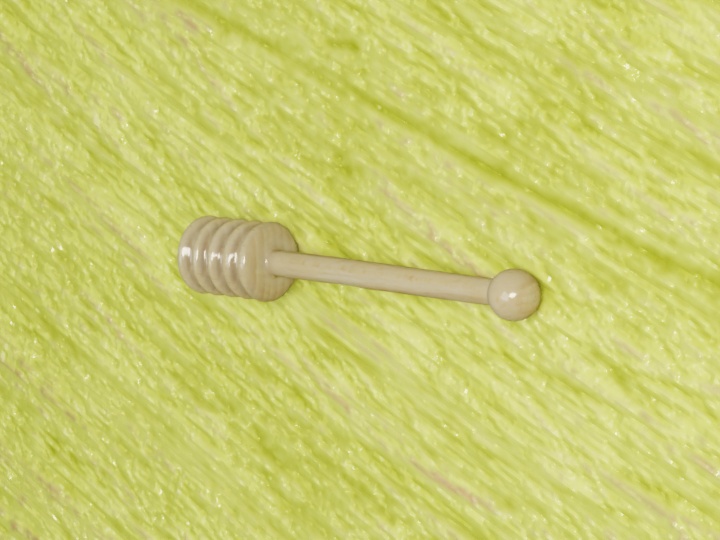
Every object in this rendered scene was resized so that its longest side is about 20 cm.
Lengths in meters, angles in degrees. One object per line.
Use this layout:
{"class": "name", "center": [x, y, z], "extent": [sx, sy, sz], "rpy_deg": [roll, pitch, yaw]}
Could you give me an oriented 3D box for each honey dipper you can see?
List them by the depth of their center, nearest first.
{"class": "honey dipper", "center": [0.000, 0.000, 1.169], "extent": [0.200, 0.038, 0.038], "rpy_deg": [6, 102, 42]}
